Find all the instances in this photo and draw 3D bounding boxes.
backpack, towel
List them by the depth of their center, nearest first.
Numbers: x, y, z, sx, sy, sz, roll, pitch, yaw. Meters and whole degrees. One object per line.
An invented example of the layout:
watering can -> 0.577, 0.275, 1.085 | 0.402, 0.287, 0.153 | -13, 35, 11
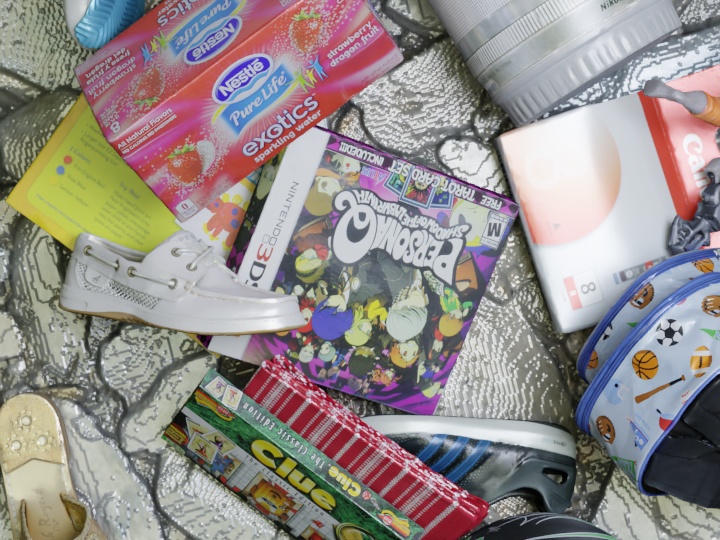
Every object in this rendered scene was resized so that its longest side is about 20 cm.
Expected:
backpack -> 0.248, 0.075, 1.341 | 0.154, 0.190, 0.201 | 39, 115, 26
towel -> -0.010, 0.152, 1.390 | 0.199, 0.145, 0.023 | 36, 54, 0

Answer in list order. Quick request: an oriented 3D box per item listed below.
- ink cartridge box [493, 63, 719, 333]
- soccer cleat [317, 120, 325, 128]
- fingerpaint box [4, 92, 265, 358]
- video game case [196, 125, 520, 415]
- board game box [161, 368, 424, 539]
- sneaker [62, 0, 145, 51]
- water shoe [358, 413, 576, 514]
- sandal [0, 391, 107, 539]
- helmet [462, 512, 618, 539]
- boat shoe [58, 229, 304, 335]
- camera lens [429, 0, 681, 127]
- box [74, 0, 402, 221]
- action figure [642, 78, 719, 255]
ink cartridge box -> 0.220, -0.057, 1.426 | 0.198, 0.050, 0.163 | -18, 91, 3
soccer cleat -> -0.089, -0.173, 1.403 | 0.077, 0.069, 0.201 | -23, 76, -17
fingerpaint box -> -0.139, -0.060, 1.409 | 0.199, 0.073, 0.167 | 35, 90, -3
video game case -> 0.000, 0.000, 1.382 | 0.199, 0.036, 0.182 | 19, 98, -25
board game box -> -0.054, 0.160, 1.398 | 0.199, 0.105, 0.024 | 37, 52, -1
sneaker -> -0.207, -0.228, 1.370 | 0.080, 0.201, 0.077 | -12, 133, 6
water shoe -> 0.067, 0.153, 1.406 | 0.198, 0.072, 0.080 | 1, 77, 0
sandal -> -0.237, 0.199, 1.411 | 0.077, 0.070, 0.213 | -17, 90, 0
helmet -> 0.139, 0.277, 1.358 | 0.190, 0.200, 0.201 | -21, 90, -21
boat shoe -> -0.129, 0.006, 1.310 | 0.199, 0.071, 0.070 | 7, 93, 26
camera lens -> 0.126, -0.228, 1.367 | 0.159, 0.160, 0.201 | -31, 89, 0
box -> -0.086, -0.144, 1.290 | 0.199, 0.096, 0.100 | -36, 135, 5
action figure -> 0.299, -0.092, 1.378 | 0.193, 0.104, 0.201 | 41, 81, -25
